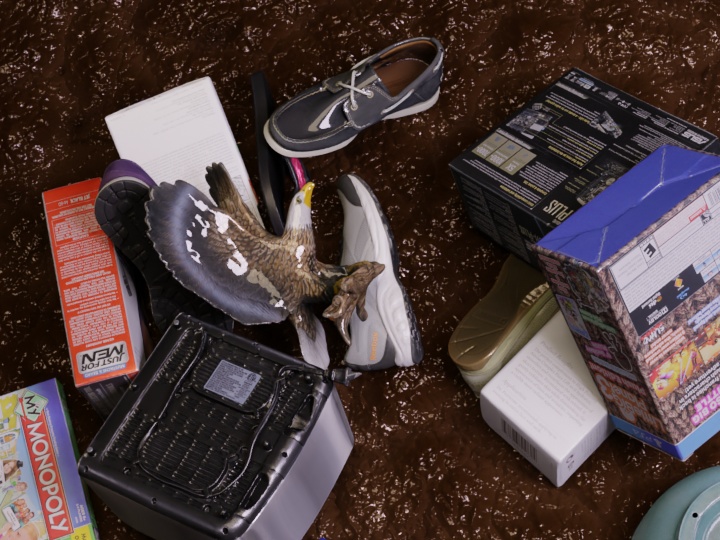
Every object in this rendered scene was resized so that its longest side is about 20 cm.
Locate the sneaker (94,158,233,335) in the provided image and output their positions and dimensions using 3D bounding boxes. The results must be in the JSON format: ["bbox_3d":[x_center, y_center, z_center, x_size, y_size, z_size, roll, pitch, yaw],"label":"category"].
[{"bbox_3d":[-0.175,-0.017,1.618,0.075,0.201,0.088,-24,26,6],"label":"sneaker"}]

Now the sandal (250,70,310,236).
[{"bbox_3d":[-0.074,-0.108,1.680,0.045,0.075,0.201,-10,63,4],"label":"sandal"}]

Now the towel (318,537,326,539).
[{"bbox_3d":[-0.026,0.342,1.488,0.148,0.050,0.200,-41,68,-10],"label":"towel"}]

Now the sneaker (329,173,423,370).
[{"bbox_3d":[0.000,0.000,1.624,0.079,0.074,0.201,-15,65,6],"label":"sneaker"}]

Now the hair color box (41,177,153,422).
[{"bbox_3d":[-0.238,0.029,1.620,0.064,0.111,0.201,-14,66,2],"label":"hair color box"}]

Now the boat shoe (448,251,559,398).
[{"bbox_3d":[0.162,0.030,1.602,0.073,0.063,0.201,20,61,43],"label":"boat shoe"}]

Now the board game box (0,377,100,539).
[{"bbox_3d":[-0.317,0.212,1.595,0.134,0.029,0.201,-19,65,0],"label":"board game box"}]

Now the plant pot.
[{"bbox_3d":[0.319,0.245,1.439,0.199,0.134,0.201,-3,65,6],"label":"plant pot"}]

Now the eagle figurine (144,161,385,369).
[{"bbox_3d":[-0.083,-0.014,1.556,0.199,0.152,0.151,16,60,13],"label":"eagle figurine"}]

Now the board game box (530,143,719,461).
[{"bbox_3d":[0.262,0.024,1.449,0.159,0.201,0.097,-36,26,-17],"label":"board game box"}]

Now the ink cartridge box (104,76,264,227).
[{"bbox_3d":[-0.159,-0.073,1.677,0.108,0.050,0.201,-22,91,-2],"label":"ink cartridge box"}]

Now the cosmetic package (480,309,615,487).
[{"bbox_3d":[0.209,0.084,1.559,0.200,0.074,0.102,-42,68,-14],"label":"cosmetic package"}]

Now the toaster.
[{"bbox_3d":[-0.114,0.155,1.524,0.199,0.119,0.181,19,64,26],"label":"toaster"}]

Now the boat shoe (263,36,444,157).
[{"bbox_3d":[-0.005,-0.170,1.669,0.199,0.068,0.072,-25,68,-25],"label":"boat shoe"}]

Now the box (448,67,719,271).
[{"bbox_3d":[0.208,-0.077,1.573,0.164,0.086,0.200,-38,41,-15],"label":"box"}]
